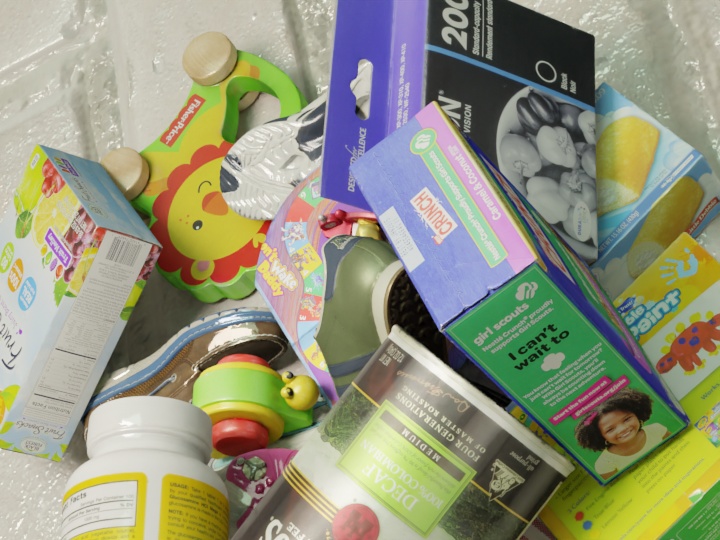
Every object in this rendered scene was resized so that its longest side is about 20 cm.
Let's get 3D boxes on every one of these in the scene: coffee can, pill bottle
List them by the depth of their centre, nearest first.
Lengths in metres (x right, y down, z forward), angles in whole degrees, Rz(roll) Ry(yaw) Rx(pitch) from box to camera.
[{"bbox_3d":[0.017,0.156,1.249,0.200,0.146,0.146,-52,49,-1],"label":"coffee can"},{"bbox_3d":[-0.143,0.190,1.316,0.112,0.112,0.201,-14,58,24],"label":"pill bottle"}]

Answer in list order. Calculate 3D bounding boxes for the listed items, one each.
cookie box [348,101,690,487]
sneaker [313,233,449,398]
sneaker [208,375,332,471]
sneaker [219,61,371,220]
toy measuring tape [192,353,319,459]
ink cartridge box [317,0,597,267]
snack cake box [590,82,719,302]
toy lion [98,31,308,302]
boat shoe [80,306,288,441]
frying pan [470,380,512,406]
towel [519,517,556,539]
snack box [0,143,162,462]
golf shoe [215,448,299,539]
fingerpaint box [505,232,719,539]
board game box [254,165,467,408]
[{"bbox_3d":[0.099,0.015,1.240,0.075,0.200,0.171,-39,42,10],"label":"cookie box"},{"bbox_3d":[0.010,0.061,1.357,0.067,0.201,0.090,-27,42,-32],"label":"sneaker"},{"bbox_3d":[-0.036,0.108,1.467,0.199,0.078,0.087,-24,62,19],"label":"sneaker"},{"bbox_3d":[-0.011,-0.109,1.586,0.199,0.129,0.080,-39,81,28],"label":"sneaker"},{"bbox_3d":[-0.117,0.106,1.448,0.199,0.074,0.074,-19,54,32],"label":"toy measuring tape"},{"bbox_3d":[0.073,-0.111,1.387,0.043,0.199,0.199,-45,35,51],"label":"ink cartridge box"},{"bbox_3d":[0.154,-0.025,1.448,0.200,0.067,0.115,-46,50,-1],"label":"snack cake box"},{"bbox_3d":[-0.109,-0.078,1.654,0.191,0.069,0.200,30,80,33],"label":"toy lion"},{"bbox_3d":[-0.131,0.097,1.556,0.200,0.072,0.073,-30,55,26],"label":"boat shoe"},{"bbox_3d":[0.031,0.080,1.489,0.115,0.031,0.190,-42,47,7],"label":"frying pan"},{"bbox_3d":[0.178,0.168,1.340,0.146,0.030,0.200,33,83,41],"label":"towel"},{"bbox_3d":[-0.251,0.024,1.605,0.201,0.067,0.169,-64,33,14],"label":"snack box"},{"bbox_3d":[-0.086,0.176,1.428,0.199,0.092,0.076,-5,67,6],"label":"golf shoe"},{"bbox_3d":[0.200,0.102,1.298,0.200,0.073,0.167,-45,43,3],"label":"fingerpaint box"},{"bbox_3d":[0.000,0.000,1.414,0.158,0.039,0.200,-40,61,13],"label":"board game box"}]
